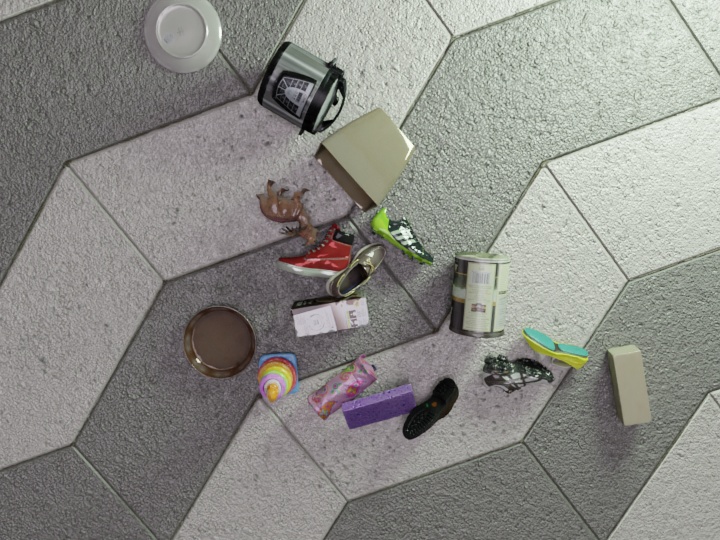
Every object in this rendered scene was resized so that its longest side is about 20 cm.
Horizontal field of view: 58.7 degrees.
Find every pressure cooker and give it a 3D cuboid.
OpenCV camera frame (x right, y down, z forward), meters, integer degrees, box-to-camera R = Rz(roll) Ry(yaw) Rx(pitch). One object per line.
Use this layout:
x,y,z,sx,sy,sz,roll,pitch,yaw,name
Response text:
-0.133,-0.445,1.579,0.198,0.176,0.180,29,73,-6,pressure cooker

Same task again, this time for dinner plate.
-0.453,-0.609,1.627,0.197,0.024,0.203,0,98,0,dinner plate

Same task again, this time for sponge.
0.052,0.371,1.737,0.197,0.030,0.112,-16,139,1,sponge

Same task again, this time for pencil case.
-0.048,0.316,1.735,0.199,0.087,0.088,-39,97,4,pencil case

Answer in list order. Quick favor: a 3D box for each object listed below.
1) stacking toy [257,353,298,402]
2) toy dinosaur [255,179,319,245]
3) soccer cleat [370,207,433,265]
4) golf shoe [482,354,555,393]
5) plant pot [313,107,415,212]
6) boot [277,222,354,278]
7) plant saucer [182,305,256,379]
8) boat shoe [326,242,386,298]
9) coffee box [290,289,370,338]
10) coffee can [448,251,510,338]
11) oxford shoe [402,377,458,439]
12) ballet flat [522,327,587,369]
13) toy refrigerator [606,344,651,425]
-0.224,0.298,1.668,0.108,0.200,0.118,-5,99,0,stacking toy
-0.198,-0.149,1.644,0.197,0.086,0.137,15,85,12,toy dinosaur
0.120,-0.088,1.690,0.199,0.068,0.082,35,83,-5,soccer cleat
0.428,0.291,1.750,0.197,0.078,0.096,11,115,-1,golf shoe
0.020,-0.287,1.602,0.177,0.200,0.200,-44,97,-6,plant pot
-0.118,-0.058,1.688,0.197,0.072,0.147,5,98,-10,boot
-0.379,0.193,1.735,0.197,0.034,0.204,0,97,-1,plant saucer
0.000,0.000,1.668,0.199,0.059,0.072,-39,115,-20,boat shoe
-0.078,0.113,1.689,0.197,0.113,0.081,-10,98,0,coffee box
0.311,0.060,1.670,0.144,0.146,0.203,4,98,-1,coffee can
0.199,0.391,1.742,0.200,0.073,0.085,-42,137,-5,oxford shoe
0.521,0.221,1.741,0.197,0.067,0.068,20,118,-5,ballet flat
0.734,0.312,1.753,0.075,0.070,0.203,-12,97,8,toy refrigerator
